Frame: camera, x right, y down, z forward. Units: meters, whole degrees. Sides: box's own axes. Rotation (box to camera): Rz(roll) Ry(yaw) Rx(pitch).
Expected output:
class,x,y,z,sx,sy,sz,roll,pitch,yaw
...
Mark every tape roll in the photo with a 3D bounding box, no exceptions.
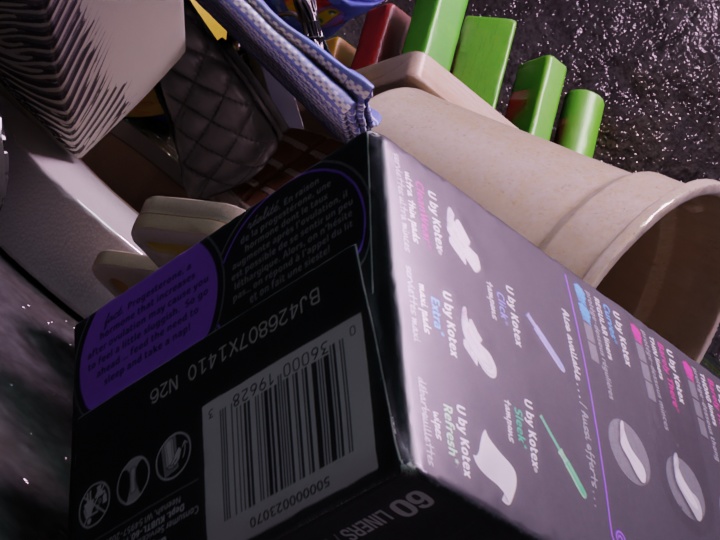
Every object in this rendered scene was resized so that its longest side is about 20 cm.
class,x,y,z,sx,sy,sz,roll,pitch,yaw
tape roll,-0.100,-0.020,0.784,0.203,0.037,0.203,39,9,-7

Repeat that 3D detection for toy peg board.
class,x,y,z,sx,sy,sz,roll,pitch,yaw
toy peg board,0.040,-0.083,1.122,0.199,0.098,0.200,-12,-38,46

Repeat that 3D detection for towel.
class,x,y,z,sx,sy,sz,roll,pitch,yaw
towel,-0.046,-0.114,0.823,0.145,0.024,0.200,44,0,1

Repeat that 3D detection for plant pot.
class,x,y,z,sx,sy,sz,roll,pitch,yaw
plant pot,0.065,0.004,0.947,0.183,0.201,0.200,32,4,28

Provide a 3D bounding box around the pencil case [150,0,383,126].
class,x,y,z,sx,sy,sz,roll,pitch,yaw
pencil case,-0.064,-0.157,1.077,0.078,0.200,0.087,26,55,-34

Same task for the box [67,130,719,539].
class,x,y,z,sx,sy,sz,roll,pitch,yaw
box,0.028,0.072,0.519,0.200,0.122,0.106,32,39,-38

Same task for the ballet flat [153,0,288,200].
class,x,y,z,sx,sy,sz,roll,pitch,yaw
ballet flat,-0.107,-0.115,0.782,0.200,0.057,0.066,51,-3,-16

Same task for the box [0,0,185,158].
class,x,y,z,sx,sy,sz,roll,pitch,yaw
box,-0.111,-0.115,0.642,0.082,0.068,0.200,41,-13,8

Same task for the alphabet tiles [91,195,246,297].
class,x,y,z,sx,sy,sz,roll,pitch,yaw
alphabet tiles,0.005,0.039,0.635,0.195,0.015,0.200,8,-28,33

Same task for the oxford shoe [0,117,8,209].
class,x,y,z,sx,sy,sz,roll,pitch,yaw
oxford shoe,-0.198,-0.082,0.637,0.200,0.073,0.084,48,37,17

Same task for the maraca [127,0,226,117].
class,x,y,z,sx,sy,sz,roll,pitch,yaw
maraca,-0.139,-0.141,1.003,0.137,0.107,0.200,52,-18,-16

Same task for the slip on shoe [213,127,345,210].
class,x,y,z,sx,sy,sz,roll,pitch,yaw
slip on shoe,0.000,0.000,0.818,0.076,0.061,0.200,-25,42,-31

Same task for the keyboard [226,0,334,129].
class,x,y,z,sx,sy,sz,roll,pitch,yaw
keyboard,-0.063,-0.132,1.009,0.021,0.127,0.201,-15,85,-44
